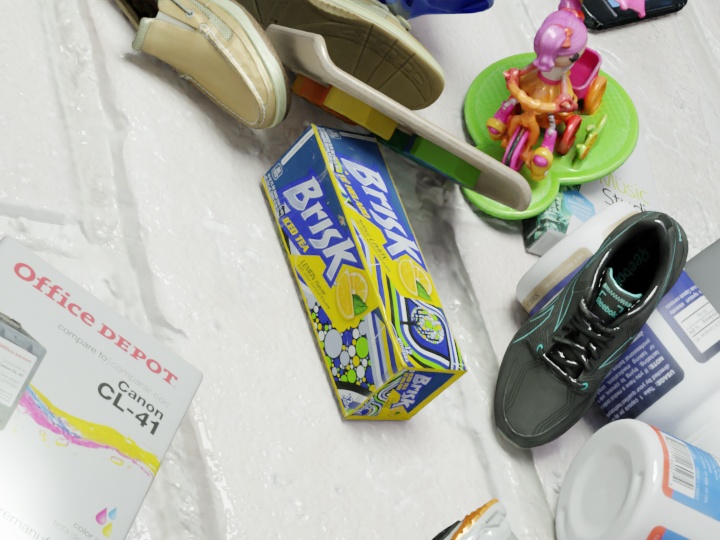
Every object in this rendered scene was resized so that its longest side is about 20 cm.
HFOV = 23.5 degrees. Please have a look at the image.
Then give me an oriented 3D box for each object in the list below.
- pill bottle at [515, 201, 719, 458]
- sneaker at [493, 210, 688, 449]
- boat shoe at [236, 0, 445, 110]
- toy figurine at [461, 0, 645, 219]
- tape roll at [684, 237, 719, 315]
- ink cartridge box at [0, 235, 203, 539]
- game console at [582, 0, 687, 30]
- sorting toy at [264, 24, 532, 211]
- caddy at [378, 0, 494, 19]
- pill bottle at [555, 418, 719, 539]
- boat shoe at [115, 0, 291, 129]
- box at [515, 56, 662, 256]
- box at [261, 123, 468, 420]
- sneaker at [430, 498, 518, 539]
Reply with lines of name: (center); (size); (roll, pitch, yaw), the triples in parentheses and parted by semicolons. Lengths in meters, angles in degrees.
pill bottle: (0.218, 0.058, 1.314); (0.201, 0.116, 0.115); (53, 39, 10)
sneaker: (0.158, 0.037, 1.226); (0.075, 0.201, 0.079); (35, 0, 9)
boat shoe: (-0.017, -0.199, 1.367); (0.199, 0.073, 0.064); (27, 45, -11)
toy figurine: (0.154, -0.168, 1.366); (0.149, 0.185, 0.200); (27, 53, 16)
tape roll: (0.348, 0.058, 1.417); (0.201, 0.066, 0.201); (48, 18, -21)
ink cartridge box: (-0.189, 0.099, 0.927); (0.147, 0.086, 0.201); (36, 40, -11)
game console: (0.261, -0.349, 1.718); (0.199, 0.116, 0.177); (-20, 70, -49)
sorting toy: (0.020, -0.110, 1.283); (0.199, 0.037, 0.185); (33, 1, -18)
caddy: (0.038, -0.254, 1.383); (0.140, 0.106, 0.200); (10, -3, 14)
pill bottle: (0.246, 0.191, 1.223); (0.199, 0.112, 0.113); (26, 42, -23)
boat shoe: (-0.133, -0.172, 1.247); (0.076, 0.072, 0.200); (-27, 66, -38)
box: (0.192, -0.080, 1.479); (0.143, 0.036, 0.202); (20, 43, -28)
box: (0.000, 0.000, 1.201); (0.064, 0.070, 0.202); (7, 52, -42)
sneaker: (0.061, 0.222, 1.059); (0.092, 0.076, 0.200); (51, 39, 1)
